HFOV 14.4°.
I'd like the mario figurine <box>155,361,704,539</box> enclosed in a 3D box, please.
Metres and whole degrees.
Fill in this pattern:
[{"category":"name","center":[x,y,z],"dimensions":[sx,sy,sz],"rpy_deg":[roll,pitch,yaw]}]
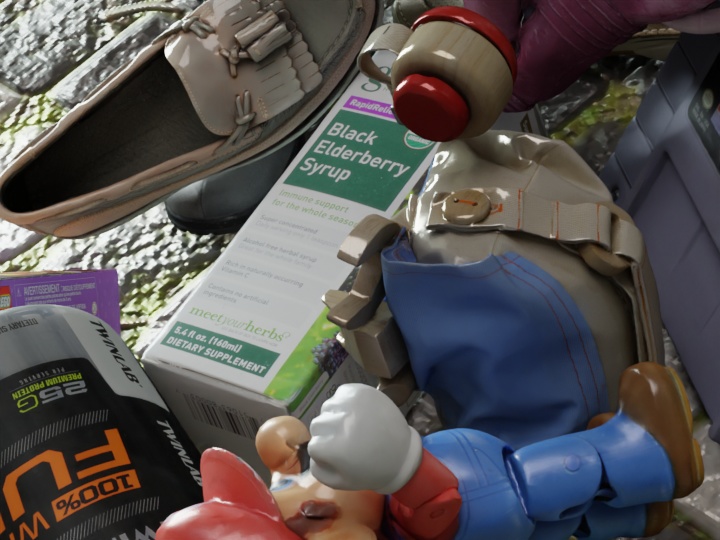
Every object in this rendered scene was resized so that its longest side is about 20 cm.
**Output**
[{"category":"mario figurine","center":[0.018,0.071,1.038],"dimensions":[0.199,0.124,0.106],"rpy_deg":[-13,33,-20]}]

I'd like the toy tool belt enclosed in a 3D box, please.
[{"category":"toy tool belt","center":[0.046,0.010,1.122],"dimensions":[0.124,0.201,0.123],"rpy_deg":[4,46,36]}]

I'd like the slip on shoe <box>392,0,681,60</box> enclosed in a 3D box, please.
[{"category":"slip on shoe","center":[0.107,-0.133,1.335],"dimensions":[0.199,0.061,0.076],"rpy_deg":[4,49,24]}]

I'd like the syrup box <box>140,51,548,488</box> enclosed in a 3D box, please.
[{"category":"syrup box","center":[0.000,0.000,1.231],"dimensions":[0.078,0.082,0.200],"rpy_deg":[17,57,31]}]

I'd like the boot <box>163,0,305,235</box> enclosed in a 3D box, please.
[{"category":"boot","center":[-0.067,-0.125,1.339],"dimensions":[0.069,0.132,0.201],"rpy_deg":[-3,47,15]}]

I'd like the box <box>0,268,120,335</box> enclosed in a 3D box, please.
[{"category":"box","center":[-0.222,0.024,1.260],"dimensions":[0.199,0.137,0.039],"rpy_deg":[-3,91,17]}]

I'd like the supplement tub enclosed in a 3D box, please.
[{"category":"supplement tub","center":[-0.104,0.118,1.117],"dimensions":[0.122,0.123,0.200],"rpy_deg":[-30,51,-10]}]

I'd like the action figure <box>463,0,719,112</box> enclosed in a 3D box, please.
[{"category":"action figure","center":[0.103,-0.113,1.180],"dimensions":[0.200,0.134,0.149],"rpy_deg":[-38,66,25]}]

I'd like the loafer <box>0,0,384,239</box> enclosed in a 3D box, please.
[{"category":"loafer","center":[-0.078,-0.072,1.264],"dimensions":[0.200,0.063,0.072],"rpy_deg":[-33,84,20]}]

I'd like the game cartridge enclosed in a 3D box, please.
[{"category":"game cartridge","center":[0.161,-0.020,1.166],"dimensions":[0.038,0.130,0.200],"rpy_deg":[6,38,-23]}]
